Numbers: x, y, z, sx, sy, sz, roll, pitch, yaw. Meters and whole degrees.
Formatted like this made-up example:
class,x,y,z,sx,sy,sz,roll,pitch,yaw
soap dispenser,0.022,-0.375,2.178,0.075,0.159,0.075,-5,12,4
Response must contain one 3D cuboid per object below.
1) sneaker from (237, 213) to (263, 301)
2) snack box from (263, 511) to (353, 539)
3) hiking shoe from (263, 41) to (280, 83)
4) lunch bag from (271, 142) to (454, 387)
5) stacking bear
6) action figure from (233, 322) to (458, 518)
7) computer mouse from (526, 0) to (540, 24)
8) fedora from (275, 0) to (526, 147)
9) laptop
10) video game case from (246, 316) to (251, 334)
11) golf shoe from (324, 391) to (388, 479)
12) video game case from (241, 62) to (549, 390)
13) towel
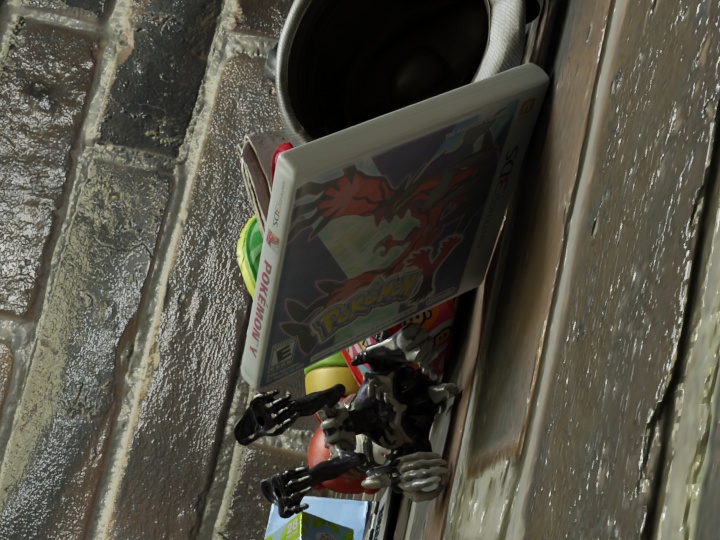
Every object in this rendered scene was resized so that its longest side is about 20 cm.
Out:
class,x,y,z,sx,sy,sz,roll,pitch,yaw
sneaker,-0.061,-0.036,1.297,0.074,0.083,0.201,57,-147,-36
snack box,-0.077,0.347,1.232,0.169,0.067,0.201,-43,34,37
hiking shoe,-0.028,-0.226,1.235,0.200,0.075,0.101,-54,-17,-58
lunch bag,0.000,0.000,1.091,0.201,0.081,0.177,58,160,29
stacking bear,-0.003,0.109,1.270,0.114,0.120,0.202,64,-150,-66
action figure,0.015,0.101,0.916,0.199,0.102,0.120,-17,-86,-48
computer mouse,0.085,-0.167,1.069,0.044,0.109,0.200,63,-177,6
fedora,0.038,-0.146,0.924,0.200,0.177,0.090,-51,-24,17
laptop,-0.044,0.295,1.297,0.200,0.115,0.189,105,177,-68
video game case,-0.010,-0.004,1.411,0.023,0.181,0.202,160,125,-67
golf shoe,0.038,0.085,1.178,0.092,0.072,0.201,-26,39,48
video game case,0.021,-0.026,0.843,0.199,0.023,0.183,-23,-36,-33
towel,-0.014,-0.077,1.283,0.034,0.199,0.134,-39,67,55
